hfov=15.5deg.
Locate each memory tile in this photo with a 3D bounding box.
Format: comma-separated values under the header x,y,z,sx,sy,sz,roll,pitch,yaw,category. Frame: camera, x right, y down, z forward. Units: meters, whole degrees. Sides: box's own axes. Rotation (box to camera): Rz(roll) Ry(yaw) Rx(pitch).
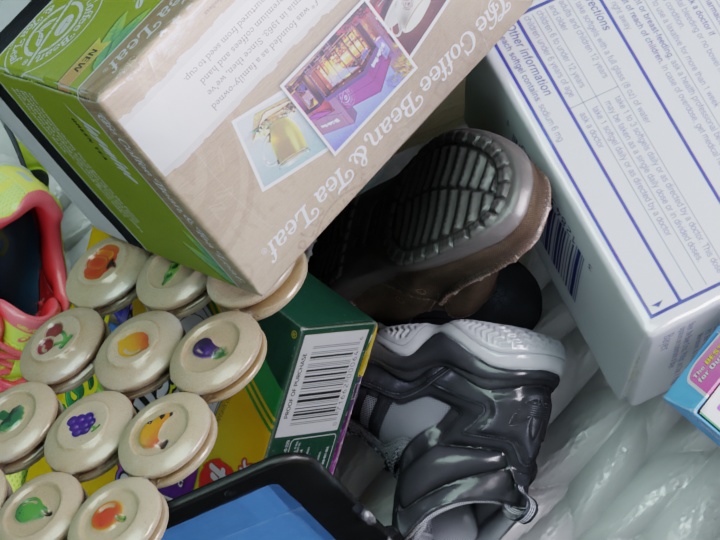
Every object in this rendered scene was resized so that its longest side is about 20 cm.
x,y,z,sx,sy,sz,roll,pitch,yaw,category
-0.119,0.058,1.277,0.153,0.017,0.201,2,51,38,memory tile

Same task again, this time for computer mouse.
x,y,z,sx,sy,sz,roll,pitch,yaw,category
0.000,0.000,1.423,0.199,0.034,0.059,10,82,6,computer mouse

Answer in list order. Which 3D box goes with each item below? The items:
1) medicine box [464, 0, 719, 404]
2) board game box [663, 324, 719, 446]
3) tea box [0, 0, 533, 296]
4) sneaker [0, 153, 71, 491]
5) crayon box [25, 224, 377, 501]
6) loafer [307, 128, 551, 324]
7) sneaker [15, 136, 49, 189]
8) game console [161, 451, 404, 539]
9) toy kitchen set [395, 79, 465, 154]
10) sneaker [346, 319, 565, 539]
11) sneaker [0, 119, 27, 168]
x,y,z,sx,sy,sz,roll,pitch,yaw,category
0.179,-0.065,1.311,0.199,0.103,0.183,-24,69,-10,medicine box
0.259,0.029,1.227,0.200,0.153,0.040,-51,16,-4,board game box
-0.062,-0.117,1.283,0.200,0.134,0.196,-48,30,-14,tea box
-0.197,0.039,1.439,0.090,0.078,0.201,12,103,56,sneaker
-0.090,0.078,1.387,0.172,0.058,0.201,35,116,39,crayon box
0.044,-0.017,1.324,0.200,0.071,0.073,-19,51,62,loafer
-0.247,0.014,1.590,0.201,0.074,0.084,-62,16,-8,sneaker
-0.069,0.196,1.277,0.199,0.116,0.177,-24,88,13,game console
-0.002,-0.187,1.466,0.199,0.181,0.163,-25,45,-24,toy kitchen set
0.019,0.090,1.375,0.199,0.075,0.115,-8,72,44,sneaker
-0.255,-0.016,1.503,0.146,0.203,0.077,-21,7,-17,sneaker
